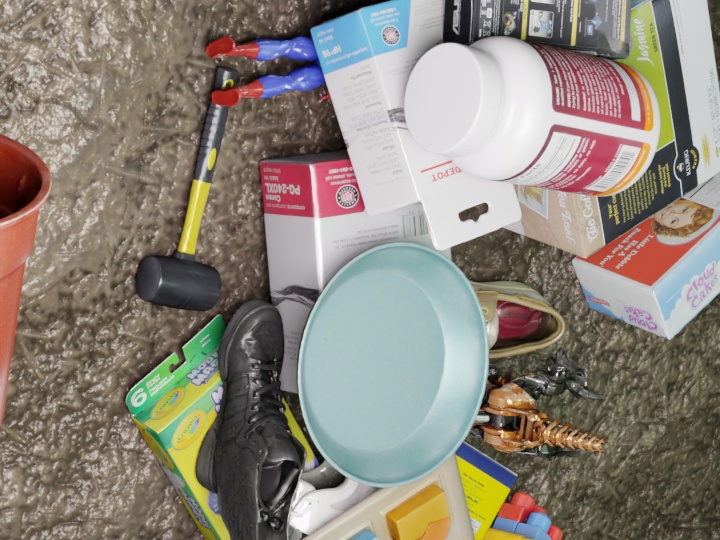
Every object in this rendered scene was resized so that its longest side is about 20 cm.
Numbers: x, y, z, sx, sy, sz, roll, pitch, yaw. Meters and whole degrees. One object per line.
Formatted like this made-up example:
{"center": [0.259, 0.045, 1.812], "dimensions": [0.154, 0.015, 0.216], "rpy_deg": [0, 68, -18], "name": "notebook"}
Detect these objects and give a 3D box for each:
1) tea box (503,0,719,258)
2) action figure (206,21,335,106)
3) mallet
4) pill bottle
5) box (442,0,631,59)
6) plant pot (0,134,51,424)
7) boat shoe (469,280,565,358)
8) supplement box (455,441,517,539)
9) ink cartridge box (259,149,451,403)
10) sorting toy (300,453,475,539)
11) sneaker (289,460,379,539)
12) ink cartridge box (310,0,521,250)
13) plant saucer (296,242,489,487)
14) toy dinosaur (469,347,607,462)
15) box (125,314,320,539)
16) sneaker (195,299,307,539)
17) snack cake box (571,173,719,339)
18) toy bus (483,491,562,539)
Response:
{"center": [0.210, -0.153, 1.738], "dimensions": [0.197, 0.133, 0.200], "rpy_deg": [-30, 122, -28], "name": "tea box"}
{"center": [-0.033, -0.170, 1.581], "dimensions": [0.200, 0.052, 0.066], "rpy_deg": [-13, 95, -43], "name": "action figure"}
{"center": [-0.137, -0.066, 1.555], "dimensions": [0.066, 0.041, 0.201], "rpy_deg": [1, 101, -37], "name": "mallet"}
{"center": [0.134, -0.123, 1.522], "dimensions": [0.200, 0.113, 0.113], "rpy_deg": [7, 102, -42], "name": "pill bottle"}
{"center": [0.149, -0.276, 1.567], "dimensions": [0.161, 0.049, 0.201], "rpy_deg": [1, 92, -29], "name": "box"}
{"center": [-0.321, 0.021, 1.342], "dimensions": [0.200, 0.201, 0.196], "rpy_deg": [-12, 122, -36], "name": "plant pot"}
{"center": [0.103, 0.046, 1.768], "dimensions": [0.200, 0.066, 0.074], "rpy_deg": [-7, 112, -36], "name": "boat shoe"}
{"center": [0.031, 0.236, 1.753], "dimensions": [0.109, 0.109, 0.200], "rpy_deg": [34, 84, -42], "name": "supplement box"}
{"center": [0.000, 0.000, 1.631], "dimensions": [0.145, 0.083, 0.201], "rpy_deg": [-10, 100, -37], "name": "ink cartridge box"}
{"center": [0.030, 0.268, 1.660], "dimensions": [0.200, 0.036, 0.186], "rpy_deg": [-33, 127, -28], "name": "sorting toy"}
{"center": [-0.064, 0.220, 1.639], "dimensions": [0.200, 0.074, 0.089], "rpy_deg": [-43, 128, -31], "name": "sneaker"}
{"center": [0.046, -0.118, 1.563], "dimensions": [0.116, 0.067, 0.201], "rpy_deg": [-20, 95, -43], "name": "ink cartridge box"}
{"center": [0.020, 0.076, 1.577], "dimensions": [0.200, 0.036, 0.201], "rpy_deg": [-5, 98, -38], "name": "plant saucer"}
{"center": [0.141, 0.135, 1.742], "dimensions": [0.135, 0.200, 0.102], "rpy_deg": [0, 123, -41], "name": "toy dinosaur"}
{"center": [-0.113, 0.144, 1.643], "dimensions": [0.117, 0.048, 0.200], "rpy_deg": [-42, 126, -20], "name": "box"}
{"center": [-0.078, 0.132, 1.567], "dimensions": [0.060, 0.104, 0.200], "rpy_deg": [8, 101, -41], "name": "sneaker"}
{"center": [0.318, -0.032, 1.884], "dimensions": [0.200, 0.115, 0.067], "rpy_deg": [-41, 128, -20], "name": "snack cake box"}
{"center": [0.152, 0.325, 1.887], "dimensions": [0.200, 0.135, 0.192], "rpy_deg": [51, 57, -41], "name": "toy bus"}
